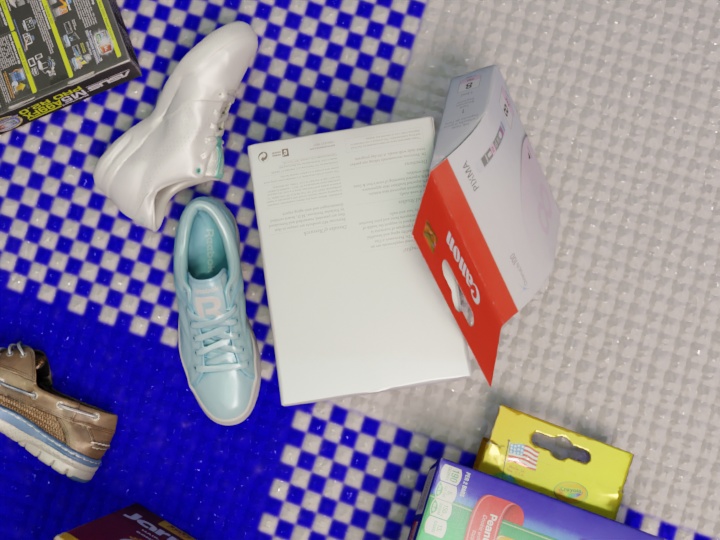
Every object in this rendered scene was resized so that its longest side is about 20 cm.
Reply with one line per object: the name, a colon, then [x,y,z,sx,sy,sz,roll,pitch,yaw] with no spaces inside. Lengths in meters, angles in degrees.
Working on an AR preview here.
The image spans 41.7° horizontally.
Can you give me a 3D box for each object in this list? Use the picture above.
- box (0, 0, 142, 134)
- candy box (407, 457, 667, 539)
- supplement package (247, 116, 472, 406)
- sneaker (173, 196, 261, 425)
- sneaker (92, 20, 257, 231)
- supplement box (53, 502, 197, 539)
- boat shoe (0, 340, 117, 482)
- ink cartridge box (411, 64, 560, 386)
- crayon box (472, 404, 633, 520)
box: [-0.313,-0.249,0.883,0.158,0.044,0.203,-22,84,-1]
candy box: [0.125,0.262,0.733,0.196,0.077,0.172,19,75,2]
supplement package: [0.000,0.000,0.789,0.148,0.151,0.204,-8,83,1]
sneaker: [-0.133,0.035,0.825,0.072,0.082,0.204,-11,83,2]
sneaker: [-0.145,-0.125,0.849,0.088,0.075,0.201,42,97,10]
supplement box: [-0.176,0.270,0.741,0.129,0.200,0.105,28,85,5]
boat shoe: [-0.304,0.103,0.836,0.198,0.072,0.073,34,81,-5]
ink cartridge box: [0.107,-0.039,0.746,0.056,0.202,0.164,-15,126,23]
crayon box: [0.143,0.231,0.809,0.125,0.051,0.204,20,85,4]
